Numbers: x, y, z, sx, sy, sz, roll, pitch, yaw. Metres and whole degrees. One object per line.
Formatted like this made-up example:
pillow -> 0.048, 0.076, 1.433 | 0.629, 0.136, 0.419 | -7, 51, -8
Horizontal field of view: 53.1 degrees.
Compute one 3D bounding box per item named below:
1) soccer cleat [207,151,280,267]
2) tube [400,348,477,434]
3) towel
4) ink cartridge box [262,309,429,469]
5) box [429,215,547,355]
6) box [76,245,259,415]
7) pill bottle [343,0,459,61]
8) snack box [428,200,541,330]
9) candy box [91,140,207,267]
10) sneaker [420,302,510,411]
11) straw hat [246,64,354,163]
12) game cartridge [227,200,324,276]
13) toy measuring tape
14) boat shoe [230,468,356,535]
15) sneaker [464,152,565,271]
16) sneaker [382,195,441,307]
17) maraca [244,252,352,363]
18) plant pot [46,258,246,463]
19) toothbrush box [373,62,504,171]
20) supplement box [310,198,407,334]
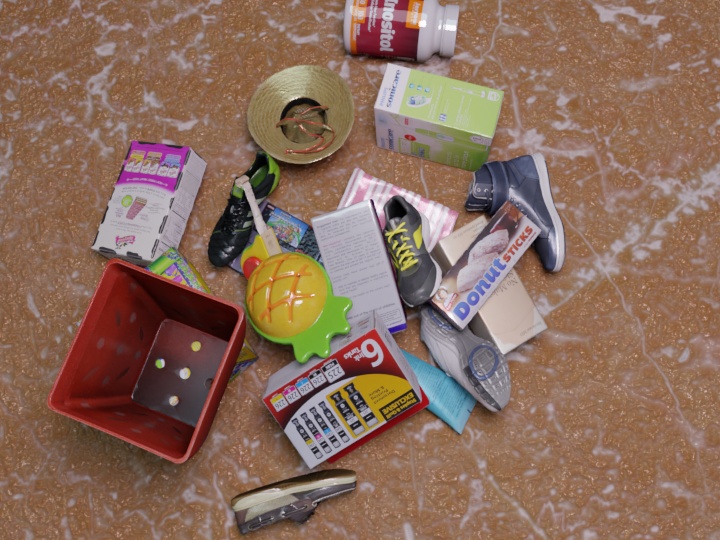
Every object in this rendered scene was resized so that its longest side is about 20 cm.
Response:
soccer cleat -> -0.199, -0.103, 1.183 | 0.066, 0.081, 0.203 | 24, 77, 18
tube -> 0.091, 0.172, 1.141 | 0.197, 0.051, 0.078 | 30, 76, 6
towel -> 0.052, -0.071, 1.200 | 0.196, 0.030, 0.149 | 23, 77, -1
ink cartridge box -> -0.014, 0.192, 1.067 | 0.198, 0.084, 0.177 | -32, 103, 9
box -> 0.200, 0.029, 1.140 | 0.094, 0.078, 0.203 | -29, 81, -11
box -> -0.300, 0.111, 1.140 | 0.191, 0.122, 0.201 | -37, 76, -7
pill bottle -> 0.073, -0.432, 1.269 | 0.194, 0.113, 0.116 | 8, 75, 6
snack box -> 0.188, -0.009, 1.094 | 0.072, 0.024, 0.201 | 40, 78, 4
candy box -> -0.354, -0.110, 1.218 | 0.133, 0.061, 0.205 | 10, 74, 25
sneaker -> 0.160, 0.136, 1.110 | 0.073, 0.088, 0.201 | -20, 55, -23
straw hat -> -0.095, -0.245, 1.242 | 0.195, 0.086, 0.206 | -3, 64, 7
game cartridge -> -0.136, -0.031, 1.216 | 0.197, 0.038, 0.132 | 28, 82, 10
toy measuring tape -> -0.171, -0.046, 1.150 | 0.072, 0.074, 0.204 | -22, 104, -3
boat shoe -> -0.096, 0.350, 1.095 | 0.195, 0.073, 0.067 | -14, 85, 3
sneaker -> 0.246, -0.087, 1.174 | 0.142, 0.077, 0.207 | -7, 70, -9
sneaker -> 0.067, -0.032, 1.101 | 0.074, 0.084, 0.203 | -31, 40, 22
maraca -> -0.095, 0.050, 1.063 | 0.199, 0.107, 0.138 | 38, 85, 35
plant pot -> -0.263, 0.129, 0.981 | 0.195, 0.177, 0.204 | 19, 78, 7
toothbrush box -> 0.128, -0.249, 1.199 | 0.195, 0.146, 0.088 | 17, 76, 7
supplement box -> 0.000, 0.000, 1.126 | 0.101, 0.101, 0.205 | -17, 95, 6
